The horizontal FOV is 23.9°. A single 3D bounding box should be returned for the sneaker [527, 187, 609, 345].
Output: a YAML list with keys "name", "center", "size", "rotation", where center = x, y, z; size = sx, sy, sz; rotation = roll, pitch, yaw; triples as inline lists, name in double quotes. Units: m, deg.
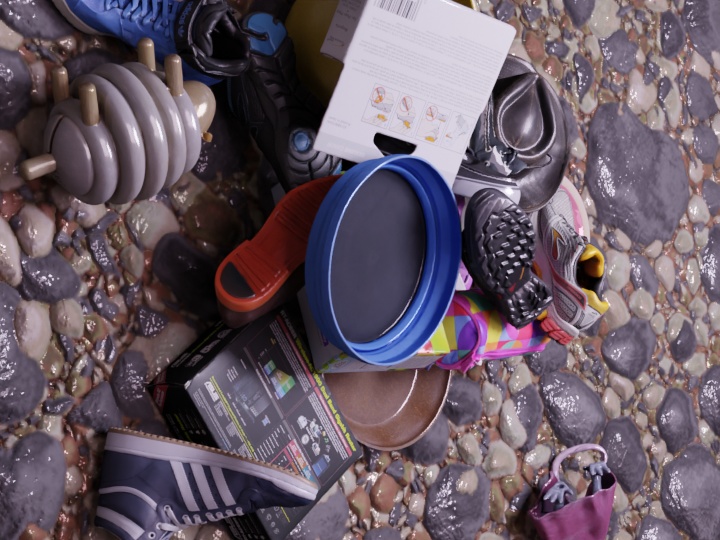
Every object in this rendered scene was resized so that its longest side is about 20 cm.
- name: "sneaker"
  center: [0.235, -0.013, 1.886]
  size: [0.078, 0.082, 0.200]
  rotation: [32, 39, -38]

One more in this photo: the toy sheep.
- name: "toy sheep"
  center: [-0.215, -0.123, 1.511]
  size: [0.200, 0.138, 0.138]
  rotation: [-21, 102, -29]

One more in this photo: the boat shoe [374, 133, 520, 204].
- name: "boat shoe"
  center: [0.077, -0.122, 1.755]
  size: [0.070, 0.200, 0.066]
  rotation: [-3, 111, -63]

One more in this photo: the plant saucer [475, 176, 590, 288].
- name: "plant saucer"
  center: [0.202, -0.040, 1.975]
  size: [0.200, 0.051, 0.201]
  rotation: [3, 86, -45]

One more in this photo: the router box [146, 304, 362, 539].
- name: "router box"
  center: [-0.099, 0.145, 1.651]
  size: [0.150, 0.062, 0.200]
  rotation: [-43, 116, -37]

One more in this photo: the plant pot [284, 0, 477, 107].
- name: "plant pot"
  center: [0.004, -0.233, 1.724]
  size: [0.200, 0.142, 0.201]
  rotation: [4, 84, -44]

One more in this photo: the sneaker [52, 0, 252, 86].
- name: "sneaker"
  center: [-0.184, -0.235, 1.558]
  size: [0.200, 0.111, 0.077]
  rotation: [37, 61, -37]

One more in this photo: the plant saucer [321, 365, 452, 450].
- name: "plant saucer"
  center: [0.019, 0.089, 1.792]
  size: [0.200, 0.037, 0.201]
  rotation: [5, 83, -45]

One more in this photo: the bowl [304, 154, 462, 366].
- name: "bowl"
  center: [0.021, -0.011, 1.613]
  size: [0.200, 0.039, 0.201]
  rotation: [-16, 111, -48]

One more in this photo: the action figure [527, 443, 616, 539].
- name: "action figure"
  center: [0.249, 0.326, 1.988]
  size: [0.149, 0.134, 0.200]
  rotation: [-98, 177, -65]

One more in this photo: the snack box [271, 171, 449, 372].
- name: "snack box"
  center: [0.000, 0.000, 1.716]
  size: [0.142, 0.053, 0.200]
  rotation: [2, 66, -40]

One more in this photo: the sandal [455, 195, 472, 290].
- name: "sandal"
  center: [0.101, -0.026, 1.873]
  size: [0.082, 0.050, 0.203]
  rotation: [8, 82, -44]

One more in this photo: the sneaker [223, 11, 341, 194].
- name: "sneaker"
  center: [-0.081, -0.152, 1.665]
  size: [0.073, 0.082, 0.200]
  rotation: [-25, 98, -37]

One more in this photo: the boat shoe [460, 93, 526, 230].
- name: "boat shoe"
  center: [0.143, -0.102, 1.805]
  size: [0.075, 0.066, 0.200]
  rotation: [-39, 132, -73]

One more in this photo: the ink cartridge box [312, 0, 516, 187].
- name: "ink cartridge box"
  center: [0.043, -0.182, 1.633]
  size: [0.200, 0.044, 0.174]
  rotation: [14, 103, -44]

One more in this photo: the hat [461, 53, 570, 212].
- name: "hat"
  center: [0.168, -0.167, 1.884]
  size: [0.200, 0.081, 0.201]
  rotation: [9, 66, -21]

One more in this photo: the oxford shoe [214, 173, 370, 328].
- name: "oxford shoe"
  center: [-0.064, -0.021, 1.623]
  size: [0.200, 0.073, 0.071]
  rotation: [-38, 70, -26]

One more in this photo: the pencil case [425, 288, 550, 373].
- name: "pencil case"
  center: [0.138, 0.062, 1.836]
  size: [0.200, 0.088, 0.089]
  rotation: [-9, 94, -57]

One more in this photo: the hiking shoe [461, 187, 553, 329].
- name: "hiking shoe"
  center: [0.128, -0.022, 1.727]
  size: [0.076, 0.101, 0.200]
  rotation: [-39, 142, -13]

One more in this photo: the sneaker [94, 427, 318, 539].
- name: "sneaker"
  center: [-0.144, 0.215, 1.537]
  size: [0.070, 0.199, 0.109]
  rotation: [70, 33, -76]
